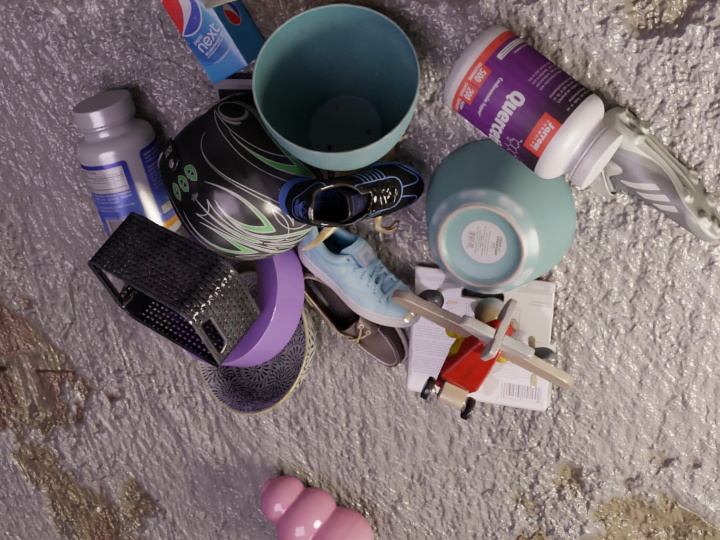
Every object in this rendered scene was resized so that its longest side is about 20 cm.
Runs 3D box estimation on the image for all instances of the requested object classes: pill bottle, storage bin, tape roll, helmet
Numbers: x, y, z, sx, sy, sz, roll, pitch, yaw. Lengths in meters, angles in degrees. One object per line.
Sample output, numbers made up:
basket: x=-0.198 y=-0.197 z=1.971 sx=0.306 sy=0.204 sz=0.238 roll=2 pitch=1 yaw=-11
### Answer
pill bottle: x=-0.326 y=-0.141 z=1.663 sx=0.111 sy=0.112 sz=0.202 roll=-3 pitch=118 yaw=24
storage bin: x=-0.243 y=0.024 z=1.577 sx=0.199 sy=0.094 sz=0.136 roll=27 pitch=157 yaw=31
tape roll: x=-0.175 y=0.032 z=1.669 sx=0.198 sy=0.065 sz=0.203 roll=-4 pitch=82 yaw=32
helmet: x=-0.145 y=-0.107 z=1.539 sx=0.191 sy=0.200 sz=0.200 roll=50 pitch=127 yaw=7
pill bottle: x=0.201 y=-0.185 z=1.389 sx=0.200 sy=0.112 sz=0.113 roll=39 pitch=128 yaw=13

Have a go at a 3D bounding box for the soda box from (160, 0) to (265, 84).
soda box: x=-0.204 y=-0.343 z=1.513 sx=0.064 sy=0.068 sz=0.201 roll=-22 pitch=110 yaw=32

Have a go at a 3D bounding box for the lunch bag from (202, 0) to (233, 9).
lunch bag: x=-0.133 y=-0.415 z=1.408 sx=0.198 sy=0.118 sz=0.165 roll=-14 pitch=115 yaw=24

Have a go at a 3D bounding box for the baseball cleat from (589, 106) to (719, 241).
baseball cleat: x=0.343 y=-0.102 z=1.439 sx=0.200 sy=0.070 sz=0.106 roll=51 pitch=132 yaw=0

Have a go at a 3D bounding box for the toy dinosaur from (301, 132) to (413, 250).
toy dinosaur: x=0.007 y=-0.095 z=1.561 sx=0.101 sy=0.058 sz=0.201 roll=33 pitch=98 yaw=-25

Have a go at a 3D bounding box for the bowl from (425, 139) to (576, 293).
bowl: x=0.163 y=-0.051 z=1.509 sx=0.199 sy=0.105 sz=0.203 roll=10 pitch=121 yaw=18

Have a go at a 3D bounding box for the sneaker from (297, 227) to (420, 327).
sneaker: x=0.000 y=0.000 z=1.613 sx=0.199 sy=0.074 sz=0.082 roll=33 pitch=147 yaw=10

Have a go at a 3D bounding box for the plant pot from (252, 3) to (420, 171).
plant pot: x=-0.024 y=-0.203 z=1.469 sx=0.198 sy=0.202 sz=0.135 roll=18 pitch=162 yaw=11

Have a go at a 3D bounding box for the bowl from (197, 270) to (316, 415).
bowl: x=-0.131 y=0.106 z=1.724 sx=0.199 sy=0.094 sz=0.203 roll=-6 pitch=80 yaw=33

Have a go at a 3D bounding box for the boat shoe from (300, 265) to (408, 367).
boat shoe: x=-0.011 y=0.066 z=1.690 sx=0.072 sy=0.060 sz=0.200 roll=-33 pitch=103 yaw=35

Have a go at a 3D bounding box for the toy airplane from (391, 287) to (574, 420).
toy airplane: x=0.157 y=0.085 z=1.540 sx=0.197 sy=0.142 sz=0.201 roll=-3 pitch=135 yaw=32

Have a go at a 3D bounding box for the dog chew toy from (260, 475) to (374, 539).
dog chew toy: x=-0.075 y=0.400 z=1.893 sx=0.200 sy=0.124 sz=0.125 roll=40 pitch=127 yaw=6

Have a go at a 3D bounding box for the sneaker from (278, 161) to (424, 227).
sneaker: x=0.002 y=-0.087 z=1.473 sx=0.078 sy=0.198 sz=0.071 roll=31 pitch=128 yaw=57

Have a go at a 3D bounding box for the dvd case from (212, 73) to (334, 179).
dvd case: x=-0.112 y=-0.166 z=1.612 sx=0.149 sy=0.025 sz=0.202 roll=4 pitch=122 yaw=20

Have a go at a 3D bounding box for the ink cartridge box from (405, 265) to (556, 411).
ink cartridge box: x=0.167 y=0.088 z=1.639 sx=0.198 sy=0.045 sz=0.178 roll=7 pitch=101 yaw=19
